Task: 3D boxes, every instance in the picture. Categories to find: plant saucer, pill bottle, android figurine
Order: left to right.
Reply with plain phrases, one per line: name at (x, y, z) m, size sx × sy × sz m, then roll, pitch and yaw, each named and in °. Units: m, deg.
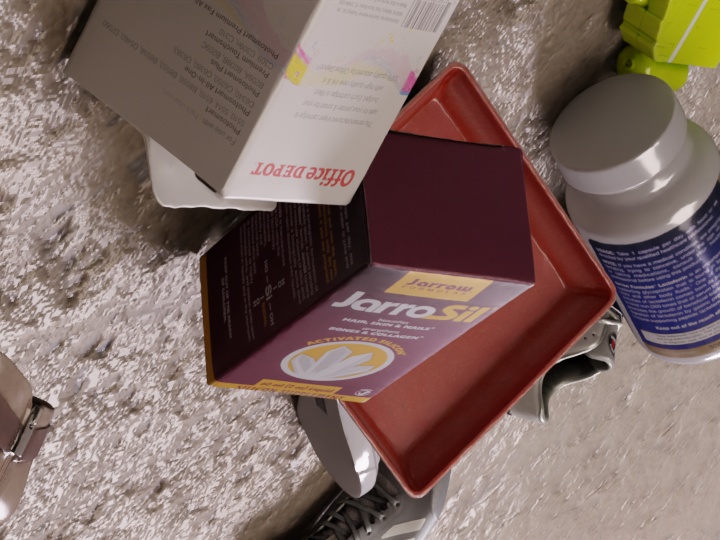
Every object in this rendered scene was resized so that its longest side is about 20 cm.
plant saucer at (0.040, 0.005, 1.655) m, size 0.200 × 0.037 × 0.200 m, roll -44°, pitch 113°, yaw -19°
pill bottle at (0.213, -0.037, 1.848) m, size 0.116 × 0.116 × 0.200 m, roll -45°, pitch 131°, yaw -15°
android figurine at (0.241, -0.204, 1.824) m, size 0.200 × 0.041 × 0.183 m, roll -4°, pitch 126°, yaw -59°

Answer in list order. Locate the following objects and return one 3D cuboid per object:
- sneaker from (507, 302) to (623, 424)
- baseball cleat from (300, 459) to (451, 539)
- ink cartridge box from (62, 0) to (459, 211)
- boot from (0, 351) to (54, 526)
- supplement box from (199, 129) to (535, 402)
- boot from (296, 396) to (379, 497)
sneaker at (0.170, 0.031, 1.948) m, size 0.200 × 0.088 × 0.074 m, roll -51°, pitch 153°, yaw -7°
baseball cleat at (-0.009, 0.196, 1.874) m, size 0.201 × 0.070 × 0.106 m, roll -58°, pitch 154°, yaw 8°
ink cartridge box at (-0.047, -0.130, 1.346) m, size 0.128 × 0.125 × 0.201 m, roll 3°, pitch 120°, yaw -59°
boot at (-0.241, 0.096, 1.387) m, size 0.147 × 0.070 × 0.200 m, roll -56°, pitch 156°, yaw -8°
supplement box at (0.000, 0.000, 1.492) m, size 0.110 × 0.086 × 0.200 m, roll 7°, pitch 155°, yaw -28°
boot at (0.010, 0.067, 1.740) m, size 0.095 × 0.074 × 0.201 m, roll -35°, pitch 148°, yaw -19°
